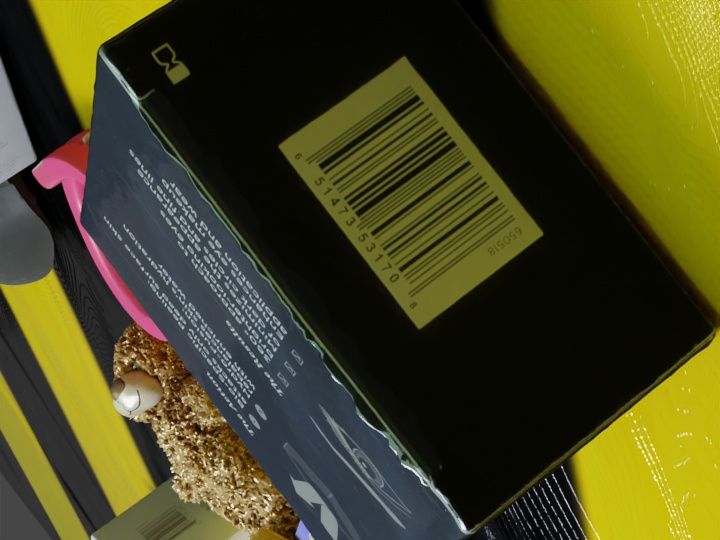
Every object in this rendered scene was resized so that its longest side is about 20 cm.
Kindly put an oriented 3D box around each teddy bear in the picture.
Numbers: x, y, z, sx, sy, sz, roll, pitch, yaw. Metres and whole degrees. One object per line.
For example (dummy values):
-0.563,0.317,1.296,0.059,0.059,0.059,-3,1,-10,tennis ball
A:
-0.106,0.122,1.331,0.201,0.067,0.145,56,161,-9,teddy bear

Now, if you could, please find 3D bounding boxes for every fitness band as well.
-0.145,-0.021,1.226,0.144,0.037,0.200,55,165,-9,fitness band

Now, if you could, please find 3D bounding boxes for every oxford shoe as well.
-0.283,-0.061,1.504,0.201,0.071,0.072,78,179,-53,oxford shoe

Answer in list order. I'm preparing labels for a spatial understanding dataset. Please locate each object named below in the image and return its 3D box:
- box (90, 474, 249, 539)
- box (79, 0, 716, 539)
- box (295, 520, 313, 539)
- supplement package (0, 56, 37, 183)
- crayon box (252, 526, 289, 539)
-0.108,0.284,1.581,0.152,0.106,0.201,23,144,60,box
0.000,0.000,0.716,0.197,0.117,0.200,53,162,6,box
0.041,0.210,1.136,0.200,0.048,0.117,50,163,12,box
-0.316,-0.138,1.312,0.121,0.119,0.200,47,162,27,supplement package
-0.028,0.232,1.284,0.125,0.052,0.200,29,161,2,crayon box
